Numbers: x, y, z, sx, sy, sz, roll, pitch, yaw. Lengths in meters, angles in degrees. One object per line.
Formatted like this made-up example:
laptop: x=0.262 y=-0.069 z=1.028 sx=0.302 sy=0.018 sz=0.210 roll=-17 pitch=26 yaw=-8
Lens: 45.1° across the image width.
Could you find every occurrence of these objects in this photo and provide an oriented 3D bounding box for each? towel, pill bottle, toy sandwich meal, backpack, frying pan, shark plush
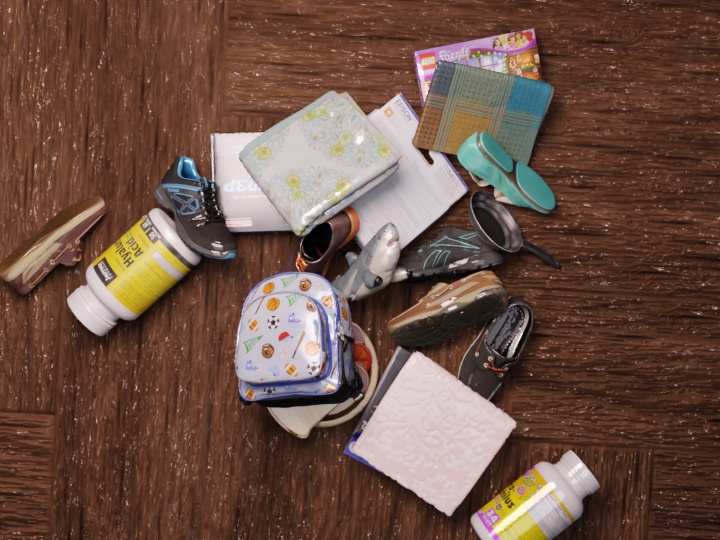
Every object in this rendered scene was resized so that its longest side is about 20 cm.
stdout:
towel: x=0.116 y=0.261 z=1.379 sx=0.199 sy=0.032 sz=0.192 roll=35 pitch=93 yaw=-2
pill bottle: x=0.281 y=0.377 z=1.381 sx=0.199 sy=0.104 sz=0.105 roll=-38 pitch=91 yaw=-1
toy sandwich meal: x=-0.069 y=0.165 z=1.388 sx=0.203 sy=0.070 sz=0.208 roll=0 pitch=91 yaw=-1
backpack: x=-0.100 y=0.099 z=1.294 sx=0.198 sy=0.154 sz=0.192 roll=-5 pitch=67 yaw=11
towel: x=0.192 y=-0.243 z=1.359 sx=0.198 sy=0.022 sz=0.148 roll=9 pitch=119 yaw=-16
frying pan: x=0.241 y=-0.067 z=1.403 sx=0.031 sy=0.189 sz=0.116 roll=-39 pitch=49 yaw=36
shark plush: x=0.000 y=0.000 z=1.360 sx=0.090 sy=0.200 sz=0.084 roll=-17 pitch=80 yaw=-38
pill bottle: x=-0.357 y=0.007 z=1.361 sx=0.200 sy=0.111 sz=0.111 roll=-42 pitch=91 yaw=0
towel: x=-0.060 y=-0.167 z=1.299 sx=0.199 sy=0.048 sz=0.171 roll=-35 pitch=63 yaw=-9

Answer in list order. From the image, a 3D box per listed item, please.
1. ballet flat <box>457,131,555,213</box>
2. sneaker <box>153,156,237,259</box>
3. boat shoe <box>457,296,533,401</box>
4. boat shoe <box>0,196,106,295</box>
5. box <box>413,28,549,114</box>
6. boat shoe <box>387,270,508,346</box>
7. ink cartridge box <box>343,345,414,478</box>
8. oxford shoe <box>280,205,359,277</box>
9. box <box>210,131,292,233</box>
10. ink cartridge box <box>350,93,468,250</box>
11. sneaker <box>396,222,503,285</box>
ballet flat: x=0.227 y=-0.149 z=1.384 sx=0.199 sy=0.070 sz=0.068 roll=34 pitch=50 yaw=-30
sneaker: x=-0.249 y=-0.096 z=1.336 sx=0.200 sy=0.073 sz=0.082 roll=46 pitch=116 yaw=27
boat shoe: x=0.215 y=0.137 z=1.399 sx=0.073 sy=0.063 sz=0.203 roll=26 pitch=92 yaw=-6
boat shoe: x=-0.480 y=-0.037 z=1.388 sx=0.200 sy=0.072 sz=0.072 roll=-42 pitch=122 yaw=-11
box: x=0.194 y=-0.301 z=1.402 sx=0.198 sy=0.039 sz=0.138 roll=-11 pitch=91 yaw=-1
boat shoe: x=0.139 y=0.059 z=1.394 sx=0.198 sy=0.074 sz=0.076 roll=-20 pitch=135 yaw=9
ink cartridge box: x=0.058 y=0.232 z=1.411 sx=0.094 sy=0.037 sz=0.201 roll=28 pitch=92 yaw=-2
oxford shoe: x=-0.083 y=-0.024 z=1.349 sx=0.071 sy=0.072 sz=0.200 roll=45 pitch=124 yaw=11
box: x=-0.139 y=-0.142 z=1.395 sx=0.198 sy=0.046 sz=0.161 roll=-1 pitch=91 yaw=-1
ink cartridge box: x=0.042 y=-0.143 z=1.380 sx=0.200 sy=0.041 sz=0.200 roll=-39 pitch=101 yaw=-12
sneaker: x=0.128 y=-0.026 z=1.397 sx=0.198 sy=0.075 sz=0.080 roll=-10 pitch=80 yaw=-9
